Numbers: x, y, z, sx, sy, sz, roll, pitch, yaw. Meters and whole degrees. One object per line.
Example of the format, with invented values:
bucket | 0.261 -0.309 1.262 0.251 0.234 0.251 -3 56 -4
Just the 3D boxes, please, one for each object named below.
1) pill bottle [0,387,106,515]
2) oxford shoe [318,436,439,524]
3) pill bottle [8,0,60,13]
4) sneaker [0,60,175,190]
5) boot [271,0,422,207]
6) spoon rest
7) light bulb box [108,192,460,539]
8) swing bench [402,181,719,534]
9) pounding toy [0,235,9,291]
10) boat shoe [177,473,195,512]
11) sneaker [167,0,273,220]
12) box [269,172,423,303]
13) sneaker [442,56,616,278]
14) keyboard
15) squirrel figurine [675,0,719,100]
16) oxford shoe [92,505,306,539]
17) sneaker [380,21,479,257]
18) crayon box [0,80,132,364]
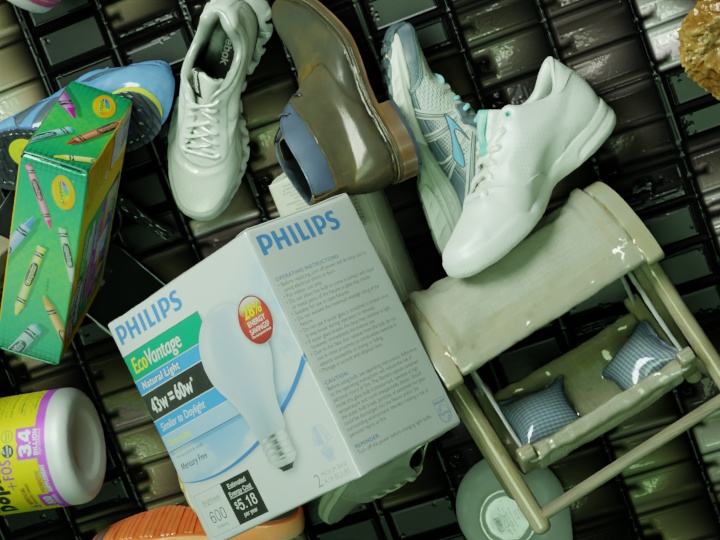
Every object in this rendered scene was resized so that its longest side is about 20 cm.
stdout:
pill bottle | -0.337 0.169 1.539 0.199 0.104 0.105 -10 102 13
oxford shoe | 0.020 0.165 1.455 0.058 0.075 0.200 37 133 3
pill bottle | -0.230 -0.315 1.393 0.200 0.113 0.113 -41 93 17
sneaker | -0.245 -0.128 1.473 0.199 0.079 0.066 -18 124 21
boot | -0.042 -0.140 1.379 0.097 0.075 0.200 -26 65 -20
spoon rest | 0.155 0.254 1.497 0.099 0.061 0.201 -28 84 15
light bulb box | -0.063 0.079 1.337 0.198 0.124 0.201 -32 83 43
swing bench | 0.163 0.064 1.370 0.198 0.130 0.201 -32 99 -2
pounding toy | -0.401 0.045 1.475 0.199 0.184 0.143 24 116 4
boat shoe | -0.129 0.122 1.499 0.073 0.069 0.202 -2 107 0
sneaker | -0.128 -0.136 1.436 0.075 0.081 0.201 13 107 6
box | 0.000 0.000 1.450 0.082 0.068 0.201 -18 100 14
sneaker | 0.115 -0.084 1.364 0.089 0.075 0.200 47 68 -17
keyboard | -0.225 -0.019 1.515 0.200 0.021 0.127 39 113 -1
squirrel figurine | 0.281 -0.222 1.309 0.185 0.141 0.202 -8 100 19
oxford shoe | -0.145 0.255 1.542 0.198 0.071 0.073 -4 108 12
sneaker | 0.075 -0.114 1.415 0.086 0.078 0.201 -19 106 1
crayon box | -0.244 -0.038 1.413 0.058 0.119 0.201 17 126 1
